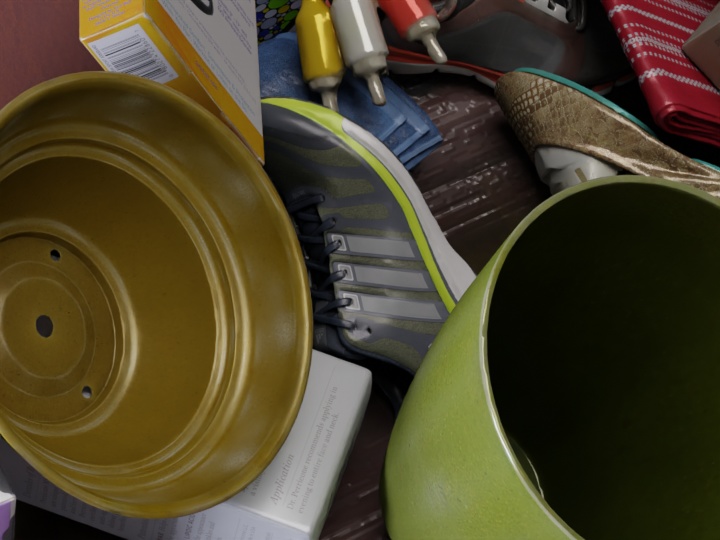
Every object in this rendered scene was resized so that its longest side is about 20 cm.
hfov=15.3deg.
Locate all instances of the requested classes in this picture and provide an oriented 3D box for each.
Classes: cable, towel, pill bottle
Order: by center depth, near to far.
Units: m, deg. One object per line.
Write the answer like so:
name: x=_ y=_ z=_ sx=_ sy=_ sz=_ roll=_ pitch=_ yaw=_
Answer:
pill bottle: x=0.177 y=0.063 z=1.333 sx=0.115 sy=0.116 sz=0.200 roll=-31 pitch=67 yaw=-28
towel: x=-0.061 y=-0.049 z=1.396 sx=0.112 sy=0.049 sz=0.200 roll=41 pitch=58 yaw=16
cable: x=-0.016 y=-0.182 z=1.398 sx=0.097 sy=0.050 sz=0.201 roll=-27 pitch=86 yaw=9
towel: x=0.167 y=-0.147 z=1.487 sx=0.144 sy=0.022 sz=0.201 roll=14 pitch=45 yaw=-49

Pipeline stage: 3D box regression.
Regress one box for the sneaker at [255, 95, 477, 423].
sneaker: x=0.000 y=0.000 z=1.333 sx=0.081 sy=0.074 sz=0.200 roll=-42 pitch=97 yaw=-24

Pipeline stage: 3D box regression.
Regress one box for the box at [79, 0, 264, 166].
box: x=-0.093 y=-0.152 z=1.314 sx=0.041 sy=0.119 sz=0.201 roll=-22 pitch=47 yaw=16

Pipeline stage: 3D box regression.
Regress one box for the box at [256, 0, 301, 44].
box: x=-0.117 y=-0.146 z=1.433 sx=0.199 sy=0.070 sz=0.064 roll=-21 pitch=65 yaw=-25

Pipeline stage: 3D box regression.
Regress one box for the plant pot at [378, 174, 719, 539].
plant pot: x=0.093 y=0.080 z=1.233 sx=0.186 sy=0.200 sz=0.188 roll=10 pitch=66 yaw=-23

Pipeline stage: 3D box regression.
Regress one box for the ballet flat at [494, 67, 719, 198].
ballet flat: x=0.150 y=-0.039 z=1.429 sx=0.199 sy=0.071 sz=0.065 roll=27 pitch=69 yaw=10

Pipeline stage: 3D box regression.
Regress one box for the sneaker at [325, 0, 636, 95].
sneaker: x=0.084 y=-0.146 z=1.468 sx=0.199 sy=0.082 sz=0.077 roll=0 pitch=55 yaw=-22

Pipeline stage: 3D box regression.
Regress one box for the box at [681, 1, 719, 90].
box: x=0.279 y=-0.085 z=1.432 sx=0.200 sy=0.095 sz=0.078 roll=46 pitch=57 yaw=-6

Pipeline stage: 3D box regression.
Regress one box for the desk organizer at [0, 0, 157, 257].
desk organizer: x=-0.145 y=-0.112 z=1.322 sx=0.077 sy=0.072 sz=0.201 roll=-17 pitch=70 yaw=10

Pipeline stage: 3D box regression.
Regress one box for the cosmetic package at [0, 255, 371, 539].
cosmetic package: x=-0.105 y=0.070 z=1.291 sx=0.199 sy=0.074 sz=0.102 roll=20 pitch=55 yaw=3

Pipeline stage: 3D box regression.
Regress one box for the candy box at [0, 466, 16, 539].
candy box: x=-0.226 y=0.072 z=1.201 sx=0.071 sy=0.168 sz=0.201 roll=-21 pitch=64 yaw=-21

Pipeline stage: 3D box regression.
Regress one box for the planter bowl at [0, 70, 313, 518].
planter bowl: x=-0.123 y=0.018 z=1.207 sx=0.200 sy=0.083 sz=0.202 roll=13 pitch=69 yaw=-39
